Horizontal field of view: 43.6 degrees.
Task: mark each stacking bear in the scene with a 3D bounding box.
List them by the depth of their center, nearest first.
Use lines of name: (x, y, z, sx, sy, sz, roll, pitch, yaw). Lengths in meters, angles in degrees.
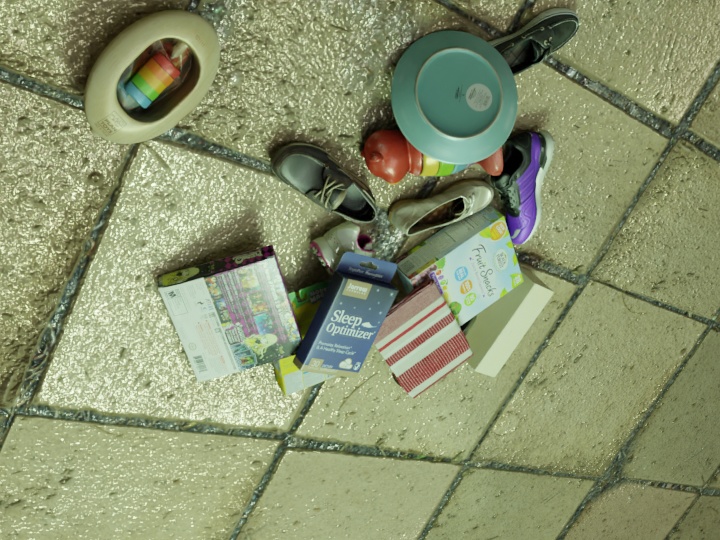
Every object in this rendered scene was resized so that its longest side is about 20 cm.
stacking bear: (0.101, -0.189, 1.374, 0.198, 0.122, 0.115, -15, 114, -13)

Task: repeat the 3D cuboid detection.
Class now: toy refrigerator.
toy refrigerator: (0.272, 0.096, 1.699, 0.070, 0.076, 0.201, 20, 108, -40)

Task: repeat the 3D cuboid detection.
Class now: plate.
plate: (0.142, -0.257, 1.321, 0.197, 0.026, 0.203, 1, 84, -11)

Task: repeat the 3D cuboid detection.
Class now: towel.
towel: (0.104, 0.121, 1.552, 0.143, 0.023, 0.201, -34, 128, -3)

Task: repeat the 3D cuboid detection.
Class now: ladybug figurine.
ladybug figurine: (-0.266, -0.244, 1.122, 0.200, 0.072, 0.136, -41, 134, -2)

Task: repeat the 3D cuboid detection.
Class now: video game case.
video game case: (-0.193, 0.069, 1.377, 0.179, 0.036, 0.202, -16, 128, -1)

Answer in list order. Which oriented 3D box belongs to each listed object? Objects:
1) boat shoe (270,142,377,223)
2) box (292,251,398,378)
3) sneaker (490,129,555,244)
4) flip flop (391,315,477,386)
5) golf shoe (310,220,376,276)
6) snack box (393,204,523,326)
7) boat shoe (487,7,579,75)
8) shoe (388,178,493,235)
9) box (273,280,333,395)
boat shoe: (-0.044, -0.128, 1.343, 0.199, 0.073, 0.075, 21, 108, -40)
box: (-0.017, 0.074, 1.425, 0.120, 0.032, 0.202, 13, 107, -41)
sneaker: (0.260, -0.141, 1.533, 0.098, 0.069, 0.203, -6, 115, -30)
flip flop: (0.142, 0.141, 1.657, 0.200, 0.081, 0.058, -48, 148, -2)
golf shoe: (0.000, 0.000, 1.463, 0.091, 0.075, 0.200, -41, 135, -5)
snack box: (0.176, 0.003, 1.579, 0.199, 0.068, 0.169, -35, 132, -9)
boat shoe: (0.266, -0.345, 1.400, 0.198, 0.057, 0.069, -28, 132, -13)
shoe: (0.143, -0.100, 1.495, 0.198, 0.053, 0.071, -17, 129, -22)
box: (-0.094, 0.105, 1.493, 0.116, 0.048, 0.202, -19, 131, -19)
